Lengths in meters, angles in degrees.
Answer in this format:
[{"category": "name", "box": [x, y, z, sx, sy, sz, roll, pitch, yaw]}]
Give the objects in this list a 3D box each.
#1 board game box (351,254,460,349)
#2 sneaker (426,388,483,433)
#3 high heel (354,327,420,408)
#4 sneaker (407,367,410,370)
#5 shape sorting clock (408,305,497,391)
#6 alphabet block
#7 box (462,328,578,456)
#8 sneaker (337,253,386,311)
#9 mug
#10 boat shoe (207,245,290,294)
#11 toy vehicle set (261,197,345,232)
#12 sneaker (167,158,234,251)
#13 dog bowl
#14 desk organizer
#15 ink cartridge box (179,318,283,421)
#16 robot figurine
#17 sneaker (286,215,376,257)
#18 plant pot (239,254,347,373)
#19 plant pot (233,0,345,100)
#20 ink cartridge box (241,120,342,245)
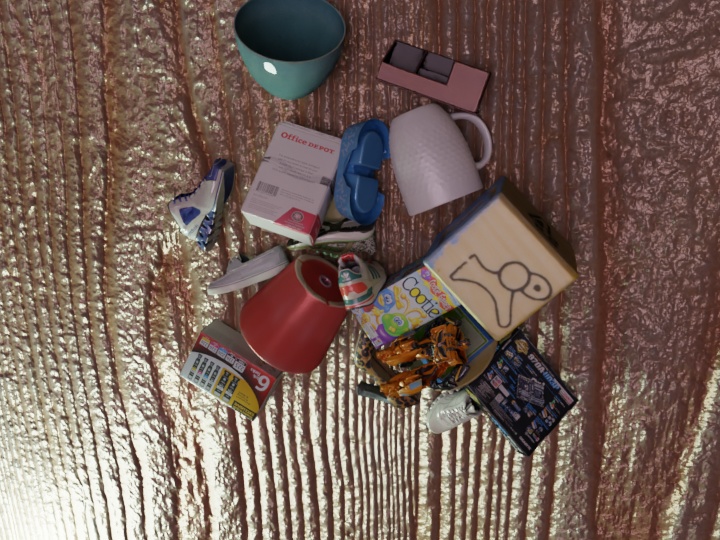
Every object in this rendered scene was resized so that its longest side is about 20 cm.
[{"category": "board game box", "box": [0.097, 0.056, 1.382, 0.199, 0.105, 0.103, -31, 98, 22]}, {"category": "sneaker", "box": [0.214, 0.284, 1.438, 0.200, 0.081, 0.075, -41, 95, 24]}, {"category": "high heel", "box": [0.061, 0.203, 1.451, 0.141, 0.072, 0.201, 11, 126, 18]}, {"category": "sneaker", "box": [0.192, 0.185, 1.415, 0.199, 0.074, 0.080, -21, 103, 20]}, {"category": "shape sorting clock", "box": [0.180, 0.144, 1.358, 0.199, 0.201, 0.039, -22, 137, 20]}, {"category": "alphabet block", "box": [0.259, -0.027, 1.265, 0.200, 0.196, 0.195, 47, 114, -3]}, {"category": "box", "box": [0.315, 0.241, 1.362, 0.159, 0.046, 0.200, -44, 99, -13]}, {"category": "sneaker", "box": [0.000, 0.000, 1.337, 0.070, 0.200, 0.094, -14, 108, 16]}, {"category": "mug", "box": [0.152, -0.219, 1.274, 0.199, 0.148, 0.177, -22, 94, -11]}, {"category": "boat shoe", "box": [-0.247, -0.003, 1.482, 0.199, 0.070, 0.072, -19, 91, 15]}, {"category": "toy vehicle set", "box": [-0.108, -0.133, 1.419, 0.198, 0.027, 0.125, 8, 109, 12]}, {"category": "sneaker", "box": [-0.345, -0.147, 1.449, 0.114, 0.081, 0.201, 23, 113, 5]}, {"category": "dog bowl", "box": [0.002, -0.190, 1.319, 0.049, 0.111, 0.202, 11, 95, 37]}, {"category": "desk organizer", "box": [0.135, -0.356, 1.261, 0.199, 0.072, 0.077, 21, 109, 7]}, {"category": "ink cartridge box", "box": [-0.295, 0.241, 1.557, 0.199, 0.084, 0.176, 31, 113, 3]}, {"category": "robot figurine", "box": [0.121, 0.168, 1.307, 0.199, 0.058, 0.146, -30, 53, 35]}, {"category": "sneaker", "box": [-0.055, -0.049, 1.385, 0.198, 0.077, 0.089, -6, 123, 22]}, {"category": "plant pot", "box": [-0.117, 0.078, 1.390, 0.200, 0.200, 0.178, 40, 118, 0]}, {"category": "plant pot", "box": [-0.132, -0.398, 1.272, 0.199, 0.201, 0.135, 21, 146, 7]}, {"category": "ink cartridge box", "box": [-0.123, -0.170, 1.332, 0.145, 0.085, 0.201, 19, 78, 8]}]
